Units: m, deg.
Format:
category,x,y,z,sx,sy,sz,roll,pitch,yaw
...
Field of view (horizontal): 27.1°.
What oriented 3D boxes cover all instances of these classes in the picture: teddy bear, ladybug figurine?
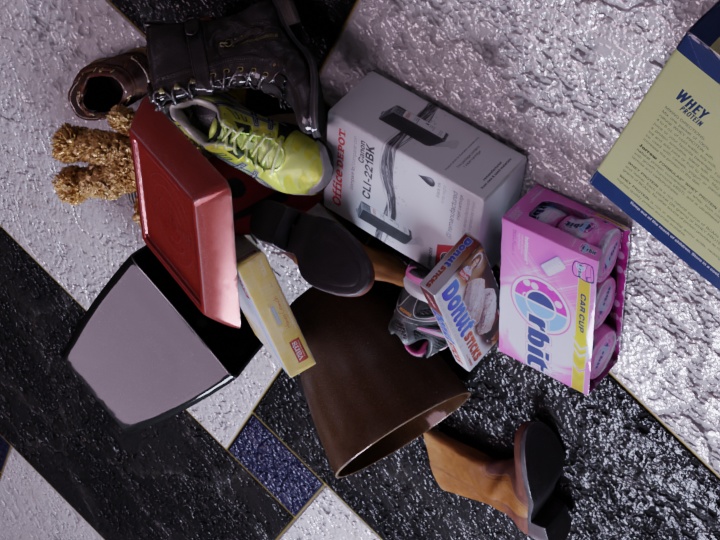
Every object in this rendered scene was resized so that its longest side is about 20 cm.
category,x,y,z,sx,sy,sz,roll,pitch,yaw
teddy bear,-0.278,-0.129,1.809,0.198,0.147,0.067,14,-174,-6
ladybug figurine,-0.108,-0.097,1.664,0.199,0.072,0.136,-26,132,15

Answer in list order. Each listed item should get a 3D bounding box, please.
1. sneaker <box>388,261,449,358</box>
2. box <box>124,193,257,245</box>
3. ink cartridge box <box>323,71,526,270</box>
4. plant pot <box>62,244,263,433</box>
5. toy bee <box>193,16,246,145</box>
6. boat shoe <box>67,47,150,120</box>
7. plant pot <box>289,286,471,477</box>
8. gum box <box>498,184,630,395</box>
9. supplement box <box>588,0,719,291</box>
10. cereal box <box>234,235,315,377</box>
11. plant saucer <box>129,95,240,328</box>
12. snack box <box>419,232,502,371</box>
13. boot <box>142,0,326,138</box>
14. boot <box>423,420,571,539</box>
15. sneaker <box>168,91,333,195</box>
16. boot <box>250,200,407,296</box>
category,x,y,z,sx,sy,sz,roll,pitch,yaw
sneaker,0.079,0.054,1.614,0.080,0.087,0.200,32,-178,31
box,-0.225,-0.077,1.901,0.201,0.068,0.082,52,145,-6
ink cartridge box,0.062,-0.093,1.557,0.199,0.084,0.145,32,144,22
plant pot,-0.265,0.091,1.940,0.177,0.200,0.200,-39,94,15
toy bee,-0.161,-0.193,1.708,0.200,0.108,0.132,-53,51,43
boat shoe,-0.319,-0.225,1.857,0.071,0.070,0.199,54,147,-12
plant pot,0.002,0.109,1.768,0.201,0.186,0.187,59,148,13
gum box,0.206,0.017,1.524,0.113,0.066,0.201,26,141,29
supplement box,0.329,-0.102,1.209,0.200,0.134,0.200,40,146,10
cereal box,-0.116,0.030,1.709,0.145,0.039,0.200,65,170,-17
plant saucer,-0.198,-0.059,1.640,0.200,0.036,0.201,46,147,40
snack box,0.110,0.035,1.532,0.024,0.072,0.200,38,169,27
boot,-0.133,-0.196,1.538,0.069,0.172,0.201,79,173,-56
boot,0.159,0.226,1.813,0.199,0.068,0.189,24,148,41
sneaker,-0.119,-0.130,1.566,0.199,0.076,0.076,25,106,24
boot,0.000,0.000,1.616,0.187,0.069,0.199,21,179,45
